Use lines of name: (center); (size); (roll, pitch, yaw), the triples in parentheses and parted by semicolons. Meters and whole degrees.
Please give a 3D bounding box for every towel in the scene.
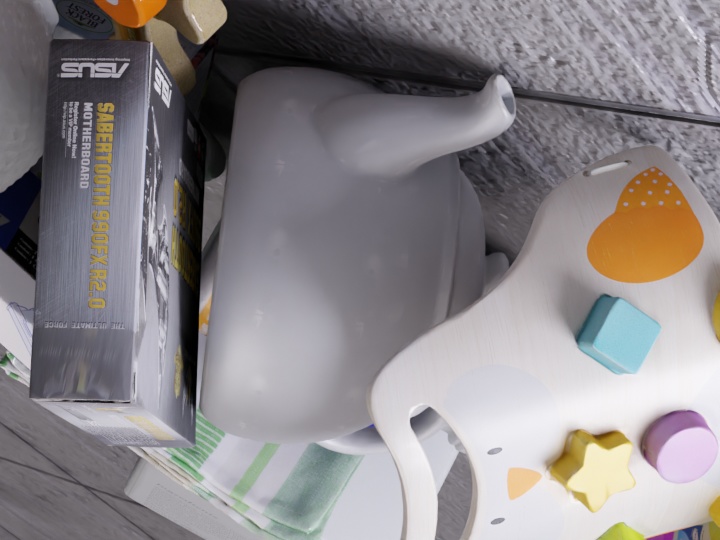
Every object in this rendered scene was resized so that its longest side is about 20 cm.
towel: (-0.084, 0.057, 1.352); (0.199, 0.153, 0.023); (33, 136, 0)

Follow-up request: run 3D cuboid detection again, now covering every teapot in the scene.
teapot: (0.000, 0.000, 1.187); (0.145, 0.199, 0.200); (7, -179, -4)

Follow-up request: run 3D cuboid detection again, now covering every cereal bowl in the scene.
cereal bowl: (-0.200, -0.134, 1.125); (0.201, 0.083, 0.200); (56, 173, 10)

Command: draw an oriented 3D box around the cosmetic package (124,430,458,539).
cosmetic package: (-0.033, 0.093, 1.501); (0.166, 0.168, 0.200); (29, 164, -3)

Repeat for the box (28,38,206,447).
box: (-0.108, -0.006, 1.115); (0.048, 0.160, 0.200); (0, 170, 4)

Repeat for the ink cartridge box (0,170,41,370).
ink cartridge box: (-0.179, -0.009, 1.243); (0.200, 0.044, 0.094); (43, -159, -13)

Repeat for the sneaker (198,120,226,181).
sneaker: (-0.169, -0.079, 1.369); (0.199, 0.081, 0.071); (20, 160, 21)

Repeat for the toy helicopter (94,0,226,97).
toy helicopter: (-0.112, -0.140, 1.098); (0.132, 0.079, 0.200); (38, 161, 19)

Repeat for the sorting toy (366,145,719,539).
sorting toy: (0.085, 0.074, 1.081); (0.107, 0.179, 0.201); (44, 146, 51)

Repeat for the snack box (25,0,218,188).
snack box: (-0.184, -0.103, 1.274); (0.199, 0.053, 0.143); (27, 135, 7)

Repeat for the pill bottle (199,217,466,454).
pill bottle: (0.007, 0.026, 1.338); (0.199, 0.113, 0.112); (30, 163, -5)

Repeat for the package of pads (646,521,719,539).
package of pads: (0.210, 0.098, 1.164); (0.068, 0.156, 0.200); (18, 169, -18)
